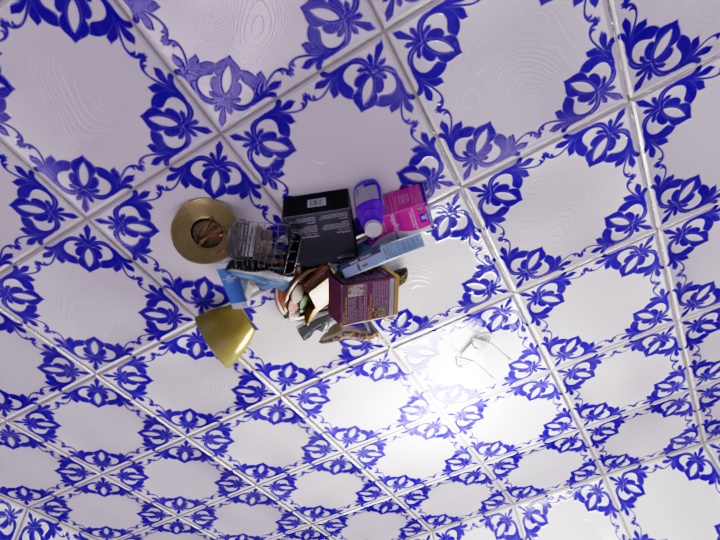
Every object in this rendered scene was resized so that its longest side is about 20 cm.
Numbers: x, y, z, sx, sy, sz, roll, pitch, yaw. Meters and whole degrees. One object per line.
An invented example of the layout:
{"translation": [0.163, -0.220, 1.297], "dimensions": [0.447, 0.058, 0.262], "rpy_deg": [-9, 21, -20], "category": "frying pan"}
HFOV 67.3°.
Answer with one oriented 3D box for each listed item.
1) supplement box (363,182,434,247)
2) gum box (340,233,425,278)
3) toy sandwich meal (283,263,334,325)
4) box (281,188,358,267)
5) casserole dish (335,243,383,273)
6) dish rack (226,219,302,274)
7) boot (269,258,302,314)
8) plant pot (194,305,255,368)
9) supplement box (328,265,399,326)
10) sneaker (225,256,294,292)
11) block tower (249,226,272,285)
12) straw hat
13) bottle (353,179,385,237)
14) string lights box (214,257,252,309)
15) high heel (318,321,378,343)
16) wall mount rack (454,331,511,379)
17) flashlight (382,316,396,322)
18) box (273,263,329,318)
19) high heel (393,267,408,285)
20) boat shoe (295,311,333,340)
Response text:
{"translation": [0.105, -0.160, 1.574], "dimensions": [0.196, 0.104, 0.102], "rpy_deg": [-16, 132, 11], "category": "supplement box"}
{"translation": [0.066, -0.043, 1.579], "dimensions": [0.168, 0.045, 0.198], "rpy_deg": [-23, 178, 43], "category": "gum box"}
{"translation": [-0.146, 0.077, 1.658], "dimensions": [0.204, 0.070, 0.208], "rpy_deg": [-35, 144, -31], "category": "toy sandwich meal"}
{"translation": [-0.116, -0.123, 1.582], "dimensions": [0.196, 0.105, 0.184], "rpy_deg": [-8, 130, 2], "category": "box"}
{"translation": [0.000, 0.000, 1.742], "dimensions": [0.120, 0.039, 0.201], "rpy_deg": [23, 124, -24], "category": "casserole dish"}
{"translation": [-0.271, -0.069, 1.503], "dimensions": [0.196, 0.055, 0.155], "rpy_deg": [5, 129, -17], "category": "dish rack"}
{"translation": [-0.219, 0.052, 1.683], "dimensions": [0.105, 0.076, 0.203], "rpy_deg": [-5, 126, -5], "category": "boot"}
{"translation": [-0.432, 0.197, 1.789], "dimensions": [0.141, 0.200, 0.202], "rpy_deg": [-34, 130, -9], "category": "plant pot"}
{"translation": [0.009, 0.074, 1.625], "dimensions": [0.196, 0.103, 0.134], "rpy_deg": [-7, 112, -26], "category": "supplement box"}
{"translation": [-0.296, 0.023, 1.579], "dimensions": [0.196, 0.079, 0.091], "rpy_deg": [13, 120, -13], "category": "sneaker"}
{"translation": [-0.307, -0.037, 1.670], "dimensions": [0.057, 0.055, 0.202], "rpy_deg": [6, 130, -11], "category": "block tower"}
{"translation": [-0.442, -0.105, 1.574], "dimensions": [0.196, 0.206, 0.085], "rpy_deg": [-1, 174, -4], "category": "straw hat"}
{"translation": [0.026, -0.171, 1.491], "dimensions": [0.082, 0.202, 0.066], "rpy_deg": [-21, 130, 11], "category": "bottle"}
{"translation": [-0.390, 0.010, 1.669], "dimensions": [0.058, 0.104, 0.203], "rpy_deg": [-8, 130, 3], "category": "string lights box"}
{"translation": [-0.036, 0.243, 1.908], "dimensions": [0.198, 0.072, 0.144], "rpy_deg": [-28, 121, 6], "category": "high heel"}
{"translation": [0.458, 0.327, 2.038], "dimensions": [0.171, 0.075, 0.201], "rpy_deg": [17, 127, -19], "category": "wall mount rack"}
{"translation": [0.026, 0.125, 1.837], "dimensions": [0.197, 0.068, 0.068], "rpy_deg": [22, 117, -28], "category": "flashlight"}
{"translation": [-0.181, 0.059, 1.769], "dimensions": [0.196, 0.050, 0.201], "rpy_deg": [-9, 129, 3], "category": "box"}
{"translation": [0.064, 0.049, 1.728], "dimensions": [0.198, 0.072, 0.143], "rpy_deg": [-14, 149, -44], "category": "high heel"}
{"translation": [-0.130, 0.183, 1.849], "dimensions": [0.197, 0.063, 0.073], "rpy_deg": [-25, 173, 24], "category": "boat shoe"}
